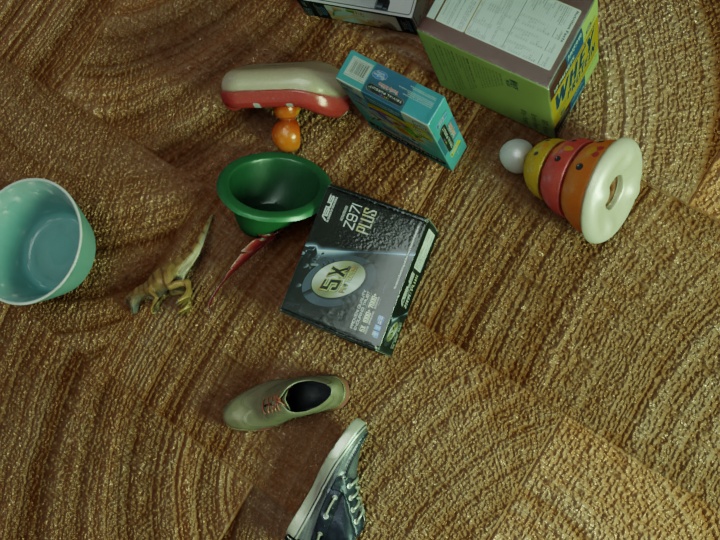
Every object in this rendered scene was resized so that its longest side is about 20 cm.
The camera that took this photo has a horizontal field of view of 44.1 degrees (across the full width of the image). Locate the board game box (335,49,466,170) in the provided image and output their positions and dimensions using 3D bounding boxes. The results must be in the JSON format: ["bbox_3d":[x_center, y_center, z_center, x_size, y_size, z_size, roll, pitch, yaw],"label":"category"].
[{"bbox_3d":[0.062,-0.221,1.257,0.150,0.200,0.047,31,88,19],"label":"board game box"}]

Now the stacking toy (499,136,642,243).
[{"bbox_3d":[0.275,-0.135,1.236,0.199,0.146,0.148,25,87,35],"label":"stacking toy"}]

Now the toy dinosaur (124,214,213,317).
[{"bbox_3d":[-0.290,0.008,1.386,0.199,0.060,0.107,-39,71,5],"label":"toy dinosaur"}]

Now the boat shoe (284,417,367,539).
[{"bbox_3d":[-0.020,0.314,1.252,0.092,0.075,0.202,30,96,12],"label":"boat shoe"}]

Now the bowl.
[{"bbox_3d":[-0.508,-0.038,1.431,0.198,0.105,0.204,-3,79,15],"label":"bowl"}]

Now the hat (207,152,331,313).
[{"bbox_3d":[-0.148,-0.063,1.378,0.197,0.178,0.167,-5,43,-14],"label":"hat"}]

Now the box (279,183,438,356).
[{"bbox_3d":[0.000,0.000,1.293,0.162,0.086,0.202,21,86,19],"label":"box"}]

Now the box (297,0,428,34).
[{"bbox_3d":[0.011,-0.449,1.389,0.198,0.060,0.118,16,84,17],"label":"box"}]

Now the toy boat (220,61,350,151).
[{"bbox_3d":[-0.112,-0.249,1.368,0.197,0.131,0.133,2,109,16],"label":"toy boat"}]

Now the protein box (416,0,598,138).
[{"bbox_3d":[0.210,-0.312,1.234,0.199,0.198,0.136,29,88,18],"label":"protein box"}]

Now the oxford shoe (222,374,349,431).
[{"bbox_3d":[-0.118,0.188,1.295,0.198,0.075,0.071,-18,76,12],"label":"oxford shoe"}]
